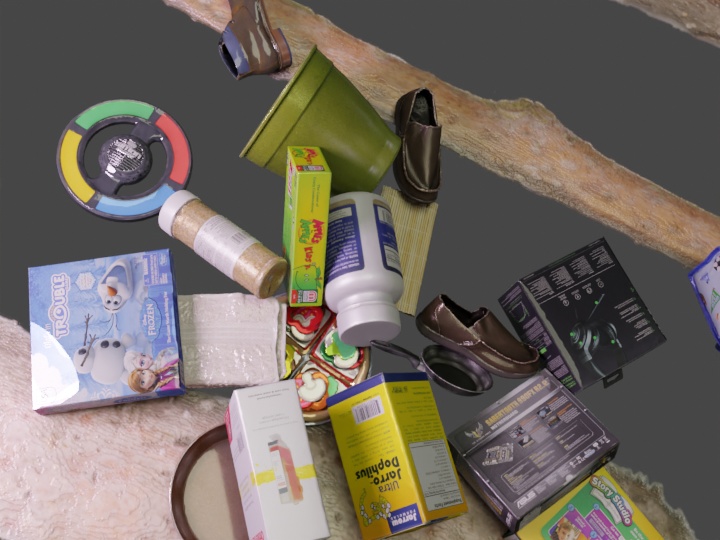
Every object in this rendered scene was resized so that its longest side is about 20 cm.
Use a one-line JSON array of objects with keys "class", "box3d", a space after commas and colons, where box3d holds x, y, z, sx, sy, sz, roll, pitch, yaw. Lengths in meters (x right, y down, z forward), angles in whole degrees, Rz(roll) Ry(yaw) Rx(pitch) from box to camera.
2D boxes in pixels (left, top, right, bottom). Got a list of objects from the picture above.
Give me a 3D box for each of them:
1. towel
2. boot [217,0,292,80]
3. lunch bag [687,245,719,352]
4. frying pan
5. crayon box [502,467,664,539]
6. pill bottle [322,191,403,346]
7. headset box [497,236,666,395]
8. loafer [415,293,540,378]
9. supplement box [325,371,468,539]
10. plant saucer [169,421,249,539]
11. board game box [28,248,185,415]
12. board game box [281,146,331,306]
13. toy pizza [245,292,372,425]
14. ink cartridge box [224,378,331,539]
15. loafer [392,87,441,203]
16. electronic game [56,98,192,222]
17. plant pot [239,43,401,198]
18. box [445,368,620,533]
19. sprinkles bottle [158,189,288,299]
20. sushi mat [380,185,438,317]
[{"class": "towel", "box3d": [-0.201, 0.100, 1.318, 0.197, 0.035, 0.134, -1, 69, -1]}, {"class": "boot", "box3d": [-0.198, -0.397, 1.507, 0.096, 0.075, 0.201, -28, 80, -24]}, {"class": "lunch bag", "box3d": [0.645, 0.063, 1.499, 0.168, 0.124, 0.202, -9, 64, -17]}, {"class": "frying pan", "box3d": [0.109, 0.145, 1.347, 0.188, 0.031, 0.115, 4, 29, -37]}, {"class": "crayon box", "box3d": [0.331, 0.397, 1.330, 0.172, 0.058, 0.200, -35, 79, -24]}, {"class": "pill bottle", "box3d": [0.000, 0.000, 1.363, 0.118, 0.120, 0.202, -1, 63, -13]}, {"class": "headset box", "box3d": [0.340, 0.081, 1.435, 0.173, 0.093, 0.201, -25, 77, -21]}, {"class": "loafer", "box3d": [0.181, 0.096, 1.391, 0.198, 0.071, 0.073, 23, 27, -3]}, {"class": "supplement box", "box3d": [0.048, 0.250, 1.273, 0.108, 0.109, 0.202, 8, 61, -52]}, {"class": "plant saucer", "box3d": [-0.157, 0.304, 1.266, 0.198, 0.035, 0.203, 4, 69, -11]}, {"class": "board game box", "box3d": [-0.347, 0.082, 1.284, 0.197, 0.043, 0.202, -9, 71, -3]}, {"class": "board game box", "box3d": [-0.078, -0.062, 1.327, 0.047, 0.202, 0.102, -1, 27, -13]}, {"class": "toy pizza", "box3d": [-0.077, 0.122, 1.356, 0.198, 0.032, 0.202, 5, 68, -11]}, {"class": "ink cartridge box", "box3d": [-0.110, 0.258, 1.199, 0.082, 0.145, 0.202, -9, 71, -18]}, {"class": "loafer", "box3d": [0.092, -0.204, 1.487, 0.072, 0.071, 0.202, 1, 67, -20]}, {"class": "electronic game", "box3d": [-0.349, -0.166, 1.400, 0.198, 0.042, 0.202, 4, 68, -11]}, {"class": "plant pot", "box3d": [-0.048, -0.198, 1.414, 0.192, 0.200, 0.201, 35, 65, -10]}, {"class": "box", "box3d": [0.242, 0.252, 1.340, 0.199, 0.049, 0.158, -30, 54, -22]}, {"class": "sprinkles bottle", "box3d": [-0.197, -0.038, 1.341, 0.199, 0.069, 0.068, 34, 64, 21]}, {"class": "sushi mat", "box3d": [0.060, -0.033, 1.459, 0.095, 0.012, 0.202, 16, 67, -6]}]
